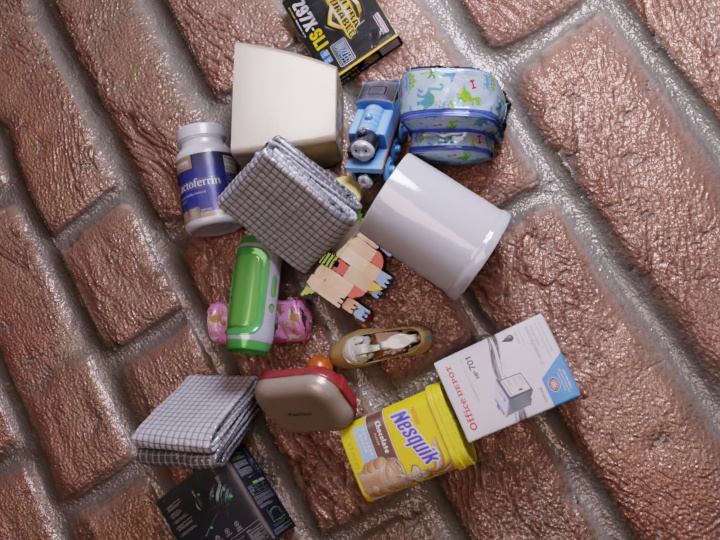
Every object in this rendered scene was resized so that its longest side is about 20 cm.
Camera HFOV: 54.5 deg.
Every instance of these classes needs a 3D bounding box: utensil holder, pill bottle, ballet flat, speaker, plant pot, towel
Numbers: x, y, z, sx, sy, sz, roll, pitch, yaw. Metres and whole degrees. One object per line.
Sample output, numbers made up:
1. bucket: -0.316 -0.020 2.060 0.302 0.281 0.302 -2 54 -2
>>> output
1. utensil holder: 0.121 -0.077 1.162 0.200 0.170 0.170 34 95 2
2. pill bottle: -0.292 -0.174 1.342 0.115 0.116 0.201 -14 81 15
3. ballet flat: 0.030 0.132 1.248 0.199 0.063 0.069 -16 81 15
4. speaker: -0.186 0.044 1.229 0.088 0.088 0.201 1 75 16
5. plant pot: -0.122 -0.279 1.267 0.176 0.200 0.201 0 82 3
6. towel: -0.119 -0.112 1.173 0.200 0.086 0.166 38 129 -14
7. towel: -0.288 0.273 1.261 0.165 0.200 0.086 -3 114 20

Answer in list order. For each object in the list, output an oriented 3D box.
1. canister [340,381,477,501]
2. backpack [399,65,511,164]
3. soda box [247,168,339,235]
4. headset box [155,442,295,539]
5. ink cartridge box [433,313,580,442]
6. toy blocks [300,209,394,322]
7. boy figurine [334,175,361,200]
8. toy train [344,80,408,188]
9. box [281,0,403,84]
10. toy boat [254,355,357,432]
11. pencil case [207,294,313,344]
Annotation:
1. canister: 0.080 0.298 1.209 0.199 0.087 0.149 -26 78 14
2. backpack: 0.155 -0.256 1.173 0.182 0.200 0.148 2 86 16
3. soda box: -0.110 -0.099 1.309 0.200 0.064 0.068 -38 77 10
4. headset box: -0.252 0.444 1.289 0.174 0.093 0.200 -39 76 10
5. ink cartridge box: 0.245 0.180 1.170 0.199 0.086 0.147 -27 79 11
6. toy blocks: 0.000 0.000 1.263 0.136 0.100 0.201 34 96 5
7. boy figurine: -0.096 -0.142 1.234 0.199 0.065 0.125 -1 119 15
8. toy train: 0.026 -0.240 1.224 0.086 0.115 0.201 4 52 19
9. box: -0.036 -0.472 1.327 0.159 0.049 0.201 -31 78 13
10. toy boat: -0.091 0.207 1.255 0.199 0.131 0.131 -10 124 33
11. pencil case: -0.189 0.094 1.306 0.199 0.083 0.087 -5 75 16
